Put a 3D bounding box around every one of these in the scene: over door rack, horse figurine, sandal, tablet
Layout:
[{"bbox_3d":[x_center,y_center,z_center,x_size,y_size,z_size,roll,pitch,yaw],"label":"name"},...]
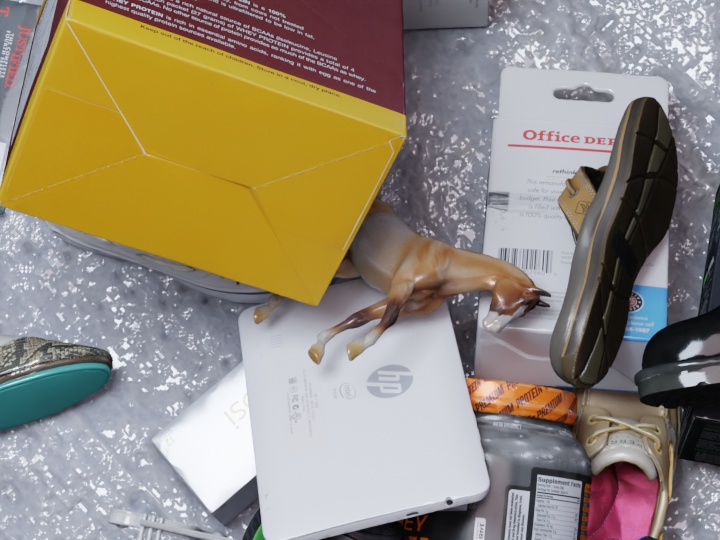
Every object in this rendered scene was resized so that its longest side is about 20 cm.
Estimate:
[{"bbox_3d":[-0.074,0.239,1.273,0.199,0.067,0.149,13,79,-8],"label":"over door rack"},{"bbox_3d":[0.000,0.000,1.231,0.132,0.050,0.200,-32,38,-26],"label":"horse figurine"},{"bbox_3d":[0.141,-0.021,1.217,0.054,0.082,0.201,6,62,30],"label":"sandal"},{"bbox_3d":[-0.002,0.074,1.197,0.129,0.014,0.201,-13,40,2],"label":"tablet"}]

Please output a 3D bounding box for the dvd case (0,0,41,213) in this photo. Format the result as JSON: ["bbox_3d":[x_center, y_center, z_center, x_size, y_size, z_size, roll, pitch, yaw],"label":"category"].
[{"bbox_3d":[-0.323,-0.125,1.383,0.198,0.022,0.147,9,78,6],"label":"dvd case"}]

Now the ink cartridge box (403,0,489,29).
[{"bbox_3d":[-0.016,-0.235,1.336,0.198,0.125,0.130,-1,77,3],"label":"ink cartridge box"}]

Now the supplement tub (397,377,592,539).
[{"bbox_3d":[0.074,0.169,1.225,0.122,0.123,0.202,5,81,4],"label":"supplement tub"}]

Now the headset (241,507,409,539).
[{"bbox_3d":[0.000,0.189,1.171,0.094,0.199,0.124,13,82,-34],"label":"headset"}]

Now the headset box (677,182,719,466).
[{"bbox_3d":[0.299,0.026,1.268,0.173,0.093,0.201,11,70,6],"label":"headset box"}]

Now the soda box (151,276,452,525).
[{"bbox_3d":[-0.034,0.071,1.299,0.200,0.068,0.064,-41,77,-6],"label":"soda box"}]

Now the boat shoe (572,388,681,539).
[{"bbox_3d":[0.165,0.122,1.276,0.073,0.069,0.202,3,77,4],"label":"boat shoe"}]

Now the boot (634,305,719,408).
[{"bbox_3d":[0.237,-0.013,1.190,0.210,0.079,0.159,-14,76,-16],"label":"boot"}]

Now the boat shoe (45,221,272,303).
[{"bbox_3d":[-0.114,-0.032,1.328,0.199,0.066,0.072,18,79,7],"label":"boat shoe"}]

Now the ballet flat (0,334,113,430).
[{"bbox_3d":[-0.258,0.084,1.316,0.199,0.068,0.075,-32,62,-2],"label":"ballet flat"}]

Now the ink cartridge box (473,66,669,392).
[{"bbox_3d":[0.136,-0.028,1.295,0.115,0.068,0.201,5,58,4],"label":"ink cartridge box"}]

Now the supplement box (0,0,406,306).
[{"bbox_3d":[-0.087,-0.117,1.191,0.196,0.133,0.201,18,37,-14],"label":"supplement box"}]

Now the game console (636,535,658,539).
[{"bbox_3d":[0.192,0.282,1.210,0.118,0.171,0.201,20,78,26],"label":"game console"}]
